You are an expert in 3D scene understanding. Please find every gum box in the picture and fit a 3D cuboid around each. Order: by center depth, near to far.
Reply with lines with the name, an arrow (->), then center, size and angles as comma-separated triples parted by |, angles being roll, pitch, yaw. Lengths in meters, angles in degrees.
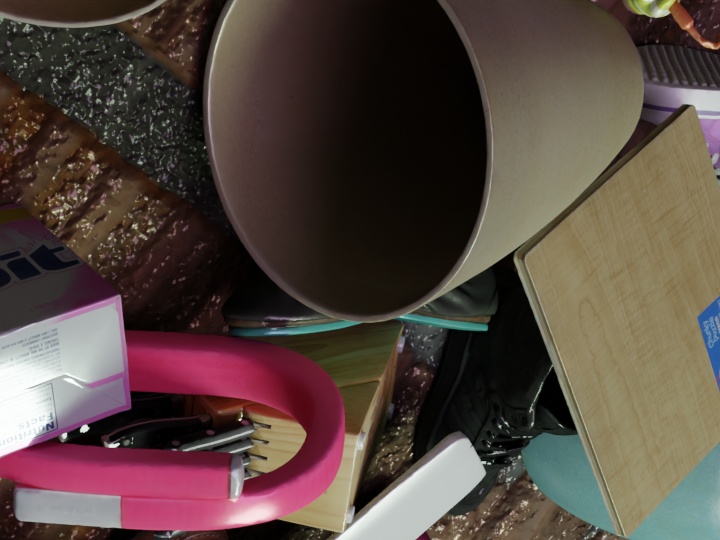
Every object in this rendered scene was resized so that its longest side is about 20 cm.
gum box -> -0.212, 0.041, 0.934 | 0.199, 0.113, 0.067 | -19, 125, -27

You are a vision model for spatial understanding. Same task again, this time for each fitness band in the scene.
fitness band -> -0.107, 0.073, 0.991 | 0.198, 0.144, 0.038 | 4, 116, 0

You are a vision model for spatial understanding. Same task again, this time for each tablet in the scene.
tablet -> -0.010, 0.168, 1.140 | 0.200, 0.014, 0.130 | -41, 163, -3

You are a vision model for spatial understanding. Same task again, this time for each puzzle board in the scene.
puzzle board -> 0.164, 0.029, 1.137 | 0.151, 0.017, 0.201 | -40, 124, -28

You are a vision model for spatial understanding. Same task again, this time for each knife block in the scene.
knife block -> -0.077, 0.076, 1.106 | 0.200, 0.174, 0.064 | -64, 165, -63

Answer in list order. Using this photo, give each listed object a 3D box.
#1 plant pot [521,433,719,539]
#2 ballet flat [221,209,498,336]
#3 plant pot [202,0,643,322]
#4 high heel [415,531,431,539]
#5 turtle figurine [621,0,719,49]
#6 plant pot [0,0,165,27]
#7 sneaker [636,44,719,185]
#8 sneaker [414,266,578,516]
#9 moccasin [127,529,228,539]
plant pot -> 0.221, 0.100, 1.285 | 0.199, 0.135, 0.201 | -19, 126, -28
ballet flat -> 0.000, 0.000, 1.109 | 0.199, 0.068, 0.069 | 0, 94, -48
plant pot -> 0.054, -0.084, 1.037 | 0.199, 0.187, 0.188 | -14, 125, -47
high heel -> 0.044, 0.216, 1.289 | 0.200, 0.067, 0.097 | 45, 44, -54
turtle figurine -> 0.118, -0.186, 1.049 | 0.161, 0.201, 0.064 | 27, 126, -19
plant pot -> -0.125, -0.220, 0.818 | 0.135, 0.199, 0.201 | -65, 147, -40
sneaker -> 0.217, -0.071, 1.227 | 0.200, 0.073, 0.115 | 4, 116, -39
sneaker -> 0.094, 0.078, 1.196 | 0.060, 0.104, 0.201 | -5, 118, -34
moccasin -> -0.130, 0.227, 1.131 | 0.074, 0.078, 0.202 | 27, 97, -47
